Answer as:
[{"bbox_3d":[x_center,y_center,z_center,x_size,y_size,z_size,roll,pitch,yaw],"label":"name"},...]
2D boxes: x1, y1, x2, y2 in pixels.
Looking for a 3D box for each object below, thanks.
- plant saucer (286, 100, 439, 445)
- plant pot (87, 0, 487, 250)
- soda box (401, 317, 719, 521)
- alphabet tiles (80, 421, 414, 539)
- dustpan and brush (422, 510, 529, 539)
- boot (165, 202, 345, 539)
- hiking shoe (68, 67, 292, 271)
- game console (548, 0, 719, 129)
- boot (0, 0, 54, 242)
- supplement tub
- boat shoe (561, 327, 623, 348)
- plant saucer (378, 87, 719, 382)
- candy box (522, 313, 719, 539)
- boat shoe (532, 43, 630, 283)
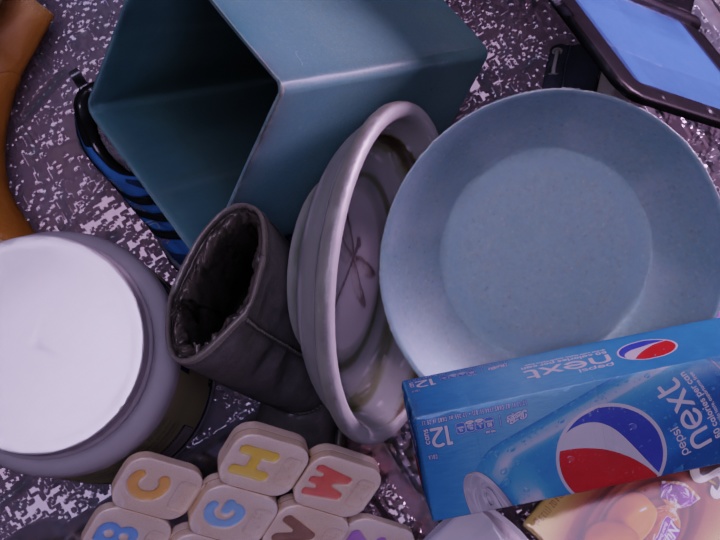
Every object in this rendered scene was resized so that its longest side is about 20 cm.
[{"bbox_3d":[0.000,0.000,1.009,0.050,0.200,0.201,6,81,21],"label":"plant saucer"},{"bbox_3d":[-0.031,-0.117,1.054,0.200,0.141,0.141,-14,55,-39],"label":"plant pot"},{"bbox_3d":[0.128,0.080,0.956,0.200,0.068,0.064,-12,104,-1],"label":"soda box"},{"bbox_3d":[-0.074,0.179,1.038,0.195,0.015,0.200,20,117,-25],"label":"alphabet tiles"},{"bbox_3d":[0.097,0.253,1.071,0.200,0.057,0.140,46,105,10],"label":"dustpan and brush"},{"bbox_3d":[-0.059,0.071,1.031,0.072,0.200,0.182,11,80,16],"label":"boot"},{"bbox_3d":[-0.116,-0.045,1.112,0.200,0.087,0.074,40,86,9],"label":"hiking shoe"},{"bbox_3d":[0.190,-0.184,1.042,0.116,0.200,0.176,21,98,39],"label":"game console"},{"bbox_3d":[-0.248,-0.113,1.139,0.201,0.071,0.144,41,86,12],"label":"boot"},{"bbox_3d":[-0.172,0.055,1.043,0.145,0.200,0.145,-1,81,4],"label":"supplement tub"},{"bbox_3d":[0.118,0.051,1.066,0.200,0.072,0.060,36,81,32],"label":"boat shoe"},{"bbox_3d":[0.109,-0.006,0.990,0.201,0.039,0.201,-1,102,-3],"label":"plant saucer"},{"bbox_3d":[0.209,0.121,1.082,0.117,0.056,0.200,41,87,10],"label":"candy box"},{"bbox_3d":[0.123,-0.071,1.084,0.062,0.075,0.200,6,56,21],"label":"boat shoe"}]
